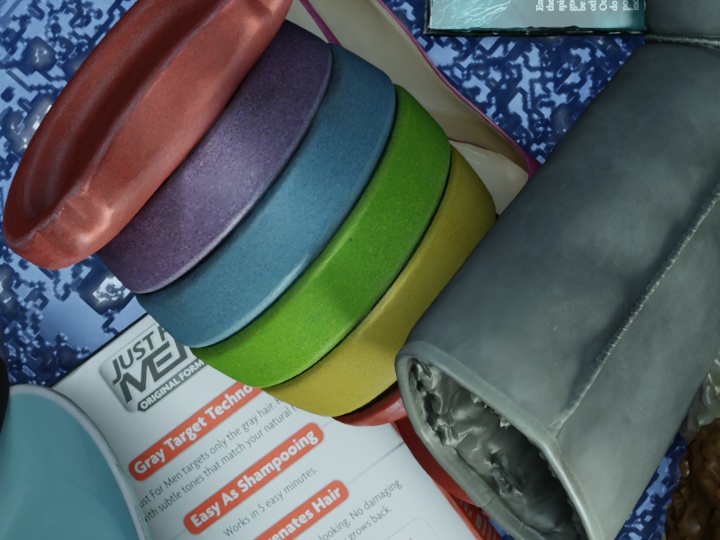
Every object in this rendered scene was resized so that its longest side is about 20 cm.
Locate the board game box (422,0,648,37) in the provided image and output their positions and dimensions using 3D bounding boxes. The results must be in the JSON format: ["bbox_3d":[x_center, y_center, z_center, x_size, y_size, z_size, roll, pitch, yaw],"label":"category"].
[{"bbox_3d":[0.087,-0.180,0.919,0.135,0.028,0.201,0,93,4],"label":"board game box"}]

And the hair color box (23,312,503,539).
[{"bbox_3d":[-0.013,0.094,0.923,0.101,0.061,0.200,-36,91,5],"label":"hair color box"}]

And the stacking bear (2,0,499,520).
[{"bbox_3d":[0.000,0.000,0.842,0.200,0.114,0.122,39,87,-18],"label":"stacking bear"}]

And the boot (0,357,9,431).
[{"bbox_3d":[-0.187,0.106,0.885,0.075,0.074,0.201,21,87,26],"label":"boot"}]

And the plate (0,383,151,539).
[{"bbox_3d":[-0.098,0.137,0.885,0.026,0.200,0.201,-2,93,-32],"label":"plate"}]

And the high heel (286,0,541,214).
[{"bbox_3d":[0.014,-0.058,0.893,0.200,0.096,0.067,39,59,8],"label":"high heel"}]

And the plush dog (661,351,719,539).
[{"bbox_3d":[0.148,0.122,0.857,0.200,0.172,0.161,41,95,0],"label":"plush dog"}]

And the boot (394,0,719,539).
[{"bbox_3d":[0.073,-0.040,0.796,0.200,0.073,0.182,-45,113,-20],"label":"boot"}]
